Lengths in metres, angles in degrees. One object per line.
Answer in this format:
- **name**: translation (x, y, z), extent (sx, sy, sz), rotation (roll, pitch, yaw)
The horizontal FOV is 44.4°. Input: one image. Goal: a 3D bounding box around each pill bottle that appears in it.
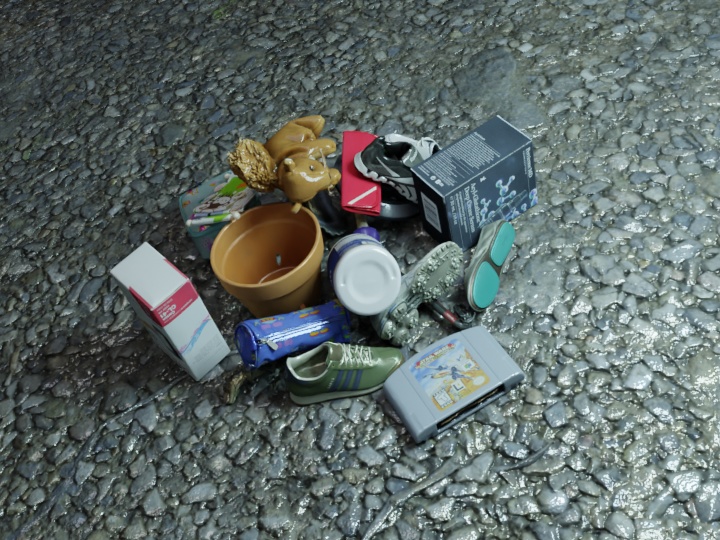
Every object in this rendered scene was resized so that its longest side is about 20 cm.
- **pill bottle**: translation (0.000, 0.000, 1.475), extent (0.109, 0.113, 0.200), rotation (-21, 12, -3)

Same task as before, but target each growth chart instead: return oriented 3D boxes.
- **growth chart**: translation (-0.244, -0.137, 1.642), extent (0.142, 0.018, 0.201), rotation (-9, 31, 27)

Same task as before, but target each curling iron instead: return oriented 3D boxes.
- **curling iron**: translation (0.123, 0.047, 1.505), extent (0.049, 0.026, 0.199), rotation (-21, 35, -34)

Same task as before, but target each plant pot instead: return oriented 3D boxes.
- **plant pot**: translation (-0.149, -0.001, 1.554), extent (0.196, 0.141, 0.203), rotation (-9, 46, 10)

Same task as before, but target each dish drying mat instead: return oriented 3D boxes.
- **dish drying mat**: translation (0.002, -0.186, 1.638), extent (0.075, 0.018, 0.203), rotation (7, 51, -7)

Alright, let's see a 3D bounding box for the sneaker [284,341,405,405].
- **sneaker**: translation (-0.029, 0.151, 1.405), extent (0.196, 0.091, 0.068), rotation (-16, 43, 2)

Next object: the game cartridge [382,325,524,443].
- **game cartridge**: translation (0.139, 0.170, 1.374), extent (0.198, 0.042, 0.134), rotation (-29, 50, -10)

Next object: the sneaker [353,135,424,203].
- **sneaker**: translation (0.090, -0.184, 1.605), extent (0.197, 0.091, 0.067), rotation (24, 49, -16)

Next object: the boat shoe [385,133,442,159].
- **boat shoe**: translation (0.129, -0.216, 1.674), extent (0.199, 0.069, 0.072), rotation (35, 48, 16)

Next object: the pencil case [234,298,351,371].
- **pencil case**: translation (-0.107, 0.103, 1.437), extent (0.197, 0.080, 0.087), rotation (-13, -2, -27)

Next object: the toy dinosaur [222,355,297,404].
- **toy dinosaur**: translation (-0.145, 0.155, 1.474), extent (0.199, 0.048, 0.087), rotation (-39, 42, -24)

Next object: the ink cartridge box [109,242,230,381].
- **ink cartridge box**: translation (-0.321, 0.072, 1.497), extent (0.085, 0.202, 0.147), rotation (-40, 48, -21)

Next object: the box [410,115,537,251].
- **box**: translation (0.206, -0.151, 1.576), extent (0.198, 0.150, 0.107), rotation (-33, 47, -14)

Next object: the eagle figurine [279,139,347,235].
- **eagle figurine**: translation (-0.117, -0.137, 1.706), extent (0.151, 0.149, 0.204), rotation (-29, 65, 48)

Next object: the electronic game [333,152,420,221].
- **electronic game**: translation (0.043, -0.170, 1.682), extent (0.196, 0.042, 0.203), rotation (9, 47, -10)

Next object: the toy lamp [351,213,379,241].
- **toy lamp**: translation (0.003, -0.096, 1.656), extent (0.057, 0.059, 0.202), rotation (-13, 45, 5)

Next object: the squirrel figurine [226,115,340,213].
- **squirrel figurine**: translation (-0.132, -0.170, 1.537), extent (0.195, 0.144, 0.188), rotation (-3, 28, -3)

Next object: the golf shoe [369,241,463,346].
- **golf shoe**: translation (0.085, 0.024, 1.474), extent (0.201, 0.078, 0.097), rotation (-49, 36, -1)

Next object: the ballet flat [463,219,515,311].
- **ballet flat**: translation (0.210, -0.004, 1.509), extent (0.063, 0.068, 0.202), rotation (-14, 37, 44)

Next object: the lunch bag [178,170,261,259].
- **lunch bag**: translation (-0.268, -0.119, 1.731), extent (0.158, 0.078, 0.201), rotation (-27, 36, -3)
